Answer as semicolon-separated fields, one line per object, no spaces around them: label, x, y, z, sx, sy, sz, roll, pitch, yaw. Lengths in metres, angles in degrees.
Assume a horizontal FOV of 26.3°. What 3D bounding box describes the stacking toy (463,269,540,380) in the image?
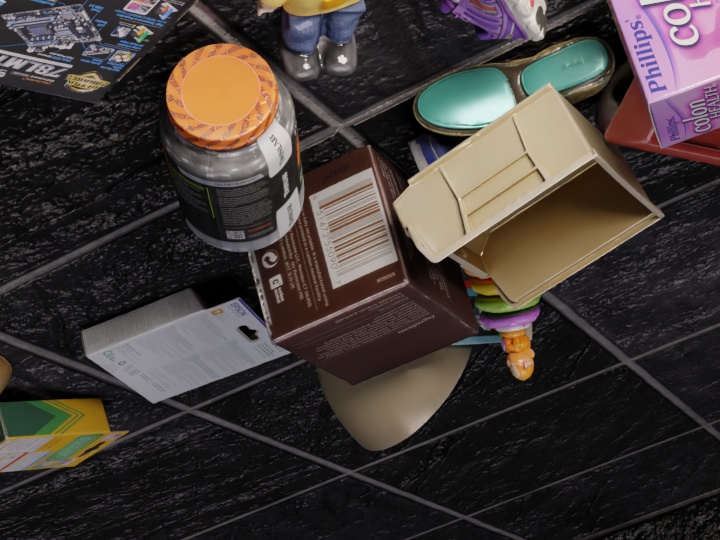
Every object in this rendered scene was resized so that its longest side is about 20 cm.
stacking toy;0.167;0.028;1.743;0.109;0.202;0.116;-11;-169;-14

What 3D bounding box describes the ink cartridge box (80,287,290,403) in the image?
ink cartridge box;-0.204;0.084;1.850;0.199;0.044;0.196;-21;154;8

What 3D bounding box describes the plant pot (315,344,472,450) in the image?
plant pot;0.020;0.096;1.869;0.134;0.201;0.200;41;128;-19

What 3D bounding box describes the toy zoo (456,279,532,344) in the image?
toy zoo;0.113;0.021;1.802;0.198;0.133;0.020;-1;-178;-28

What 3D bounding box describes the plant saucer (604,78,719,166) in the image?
plant saucer;0.360;-0.187;1.493;0.199;0.037;0.201;8;120;-32

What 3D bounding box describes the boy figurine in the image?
boy figurine;-0.022;-0.234;1.256;0.123;0.065;0.200;-7;158;-11

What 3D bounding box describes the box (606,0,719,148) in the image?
box;0.319;-0.231;1.322;0.199;0.177;0.097;-20;156;12

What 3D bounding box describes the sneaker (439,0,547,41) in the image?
sneaker;0.098;-0.243;1.296;0.083;0.081;0.200;-10;155;19

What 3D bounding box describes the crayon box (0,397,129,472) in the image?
crayon box;-0.412;0.211;1.963;0.125;0.052;0.199;-33;158;33

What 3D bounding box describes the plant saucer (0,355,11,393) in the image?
plant saucer;-0.508;0.148;1.814;0.198;0.036;0.201;-13;155;-6

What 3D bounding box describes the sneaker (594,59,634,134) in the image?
sneaker;0.334;-0.184;1.551;0.198;0.076;0.105;-13;161;6

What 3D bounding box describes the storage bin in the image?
storage bin;0.163;-0.063;1.511;0.198;0.094;0.200;-34;153;17

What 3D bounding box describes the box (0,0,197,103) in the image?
box;-0.237;-0.214;1.188;0.199;0.050;0.198;8;147;-42

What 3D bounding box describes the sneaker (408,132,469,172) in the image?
sneaker;0.141;-0.119;1.590;0.115;0.081;0.199;-33;157;25

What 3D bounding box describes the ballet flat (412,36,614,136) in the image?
ballet flat;0.150;-0.171;1.493;0.198;0.071;0.071;-18;156;5

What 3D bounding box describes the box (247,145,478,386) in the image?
box;0.000;0.000;1.638;0.163;0.167;0.200;-24;153;17

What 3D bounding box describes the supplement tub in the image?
supplement tub;-0.115;-0.110;1.391;0.121;0.123;0.200;-13;156;-5
